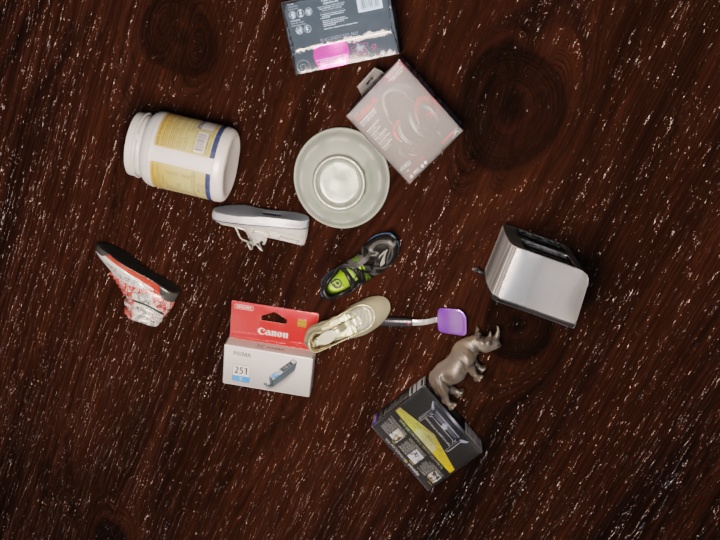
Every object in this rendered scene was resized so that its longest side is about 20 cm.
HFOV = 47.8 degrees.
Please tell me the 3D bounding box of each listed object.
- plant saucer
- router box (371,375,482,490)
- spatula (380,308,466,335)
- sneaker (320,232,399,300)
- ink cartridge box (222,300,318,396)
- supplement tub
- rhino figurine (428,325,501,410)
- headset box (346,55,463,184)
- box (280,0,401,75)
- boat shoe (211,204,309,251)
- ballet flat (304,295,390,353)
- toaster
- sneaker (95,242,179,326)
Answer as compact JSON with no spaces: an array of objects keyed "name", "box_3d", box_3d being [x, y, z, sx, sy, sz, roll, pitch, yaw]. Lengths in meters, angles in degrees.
[{"name":"plant saucer","box_3d":[-0.040,-0.177,1.606,0.194,0.050,0.205,2,109,6]},{"name":"router box","box_3d":[0.144,0.353,1.757,0.156,0.052,0.201,-38,101,17]},{"name":"spatula","box_3d":[0.123,0.106,1.695,0.194,0.021,0.058,0,109,7]},{"name":"sneaker","box_3d":[-0.001,0.000,1.642,0.198,0.083,0.071,-35,102,16]},{"name":"ink cartridge box","box_3d":[-0.193,0.168,1.740,0.194,0.045,0.181,8,110,4]},{"name":"supplement tub","box_3d":[-0.344,-0.224,1.575,0.195,0.145,0.148,13,110,2]},{"name":"rhino figurine","box_3d":[0.221,0.190,1.692,0.087,0.060,0.201,39,106,-2]},{"name":"headset box","box_3d":[0.078,-0.293,1.540,0.148,0.075,0.200,-41,100,18]},{"name":"box","box_3d":[-0.031,-0.445,1.482,0.195,0.115,0.136,-9,106,8]},{"name":"boat shoe","box_3d":[-0.205,-0.079,1.650,0.196,0.075,0.088,6,112,-6]},{"name":"ballet flat","box_3d":[-0.027,0.114,1.676,0.197,0.070,0.071,-28,104,5]},{"name":"toaster","box_3d":[0.328,0.006,1.558,0.195,0.181,0.121,19,107,-1]},{"name":"sneaker","box_3d":[-0.491,0.036,1.718,0.199,0.067,0.109,33,106,-8]}]
